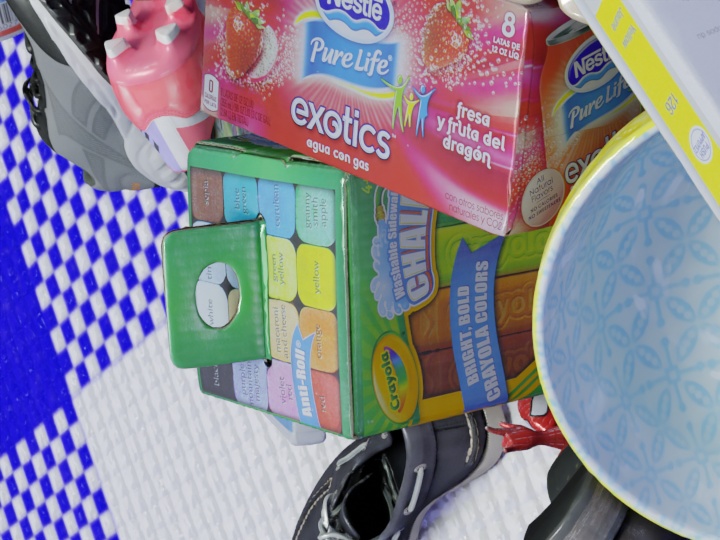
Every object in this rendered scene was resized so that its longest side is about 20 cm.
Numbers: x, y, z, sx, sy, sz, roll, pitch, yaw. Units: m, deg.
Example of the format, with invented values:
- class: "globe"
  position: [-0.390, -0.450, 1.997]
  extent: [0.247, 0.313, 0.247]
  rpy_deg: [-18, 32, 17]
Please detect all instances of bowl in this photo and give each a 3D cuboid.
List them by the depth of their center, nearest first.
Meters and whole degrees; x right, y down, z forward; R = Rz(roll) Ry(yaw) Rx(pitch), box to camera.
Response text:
- class: "bowl"
  position: [0.168, 0.000, 0.851]
  extent: [0.108, 0.199, 0.201]
  rpy_deg: [-78, -2, -66]

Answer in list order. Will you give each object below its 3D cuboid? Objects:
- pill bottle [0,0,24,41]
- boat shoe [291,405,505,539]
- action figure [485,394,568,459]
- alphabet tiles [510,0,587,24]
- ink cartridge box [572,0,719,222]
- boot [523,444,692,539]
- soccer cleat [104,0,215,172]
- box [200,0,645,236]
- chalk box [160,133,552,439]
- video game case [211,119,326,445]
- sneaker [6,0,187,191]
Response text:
- class: "pill bottle"
  position: [-0.210, -0.213, 1.095]
  extent: [0.113, 0.112, 0.200]
  rpy_deg: [57, 164, 26]
- class: "boat shoe"
  position: [0.001, 0.118, 1.146]
  extent: [0.200, 0.062, 0.073]
  rpy_deg: [-49, 61, 46]
- class: "action figure"
  position: [0.113, 0.131, 0.983]
  extent: [0.200, 0.099, 0.065]
  rpy_deg: [56, 136, 31]
- class: "alphabet tiles"
  position: [0.119, -0.181, 0.829]
  extent: [0.015, 0.199, 0.197]
  rpy_deg: [93, -166, -77]
- class: "ink cartridge box"
  position: [0.201, -0.064, 0.739]
  extent: [0.201, 0.197, 0.047]
  rpy_deg: [62, 157, 22]
- class: "boot"
  position: [0.159, 0.130, 0.913]
  extent: [0.174, 0.200, 0.069]
  rpy_deg: [38, 122, 0]
- class: "soccer cleat"
  position: [-0.085, -0.131, 1.131]
  extent: [0.066, 0.200, 0.077]
  rpy_deg: [-9, 123, 16]
- class: "box"
  position: [0.030, -0.093, 0.920]
  extent: [0.199, 0.099, 0.096]
  rpy_deg: [25, 118, 43]
- class: "chalk box"
  position: [0.000, 0.000, 1.007]
  extent: [0.124, 0.199, 0.126]
  rpy_deg: [12, 109, 49]
- class: "video game case"
  position: [-0.056, -0.020, 1.162]
  extent: [0.200, 0.022, 0.183]
  rpy_deg: [-146, 53, -69]
- class: "sneaker"
  position: [-0.149, -0.101, 1.141]
  extent: [0.079, 0.200, 0.074]
  rpy_deg: [-12, 54, 14]
